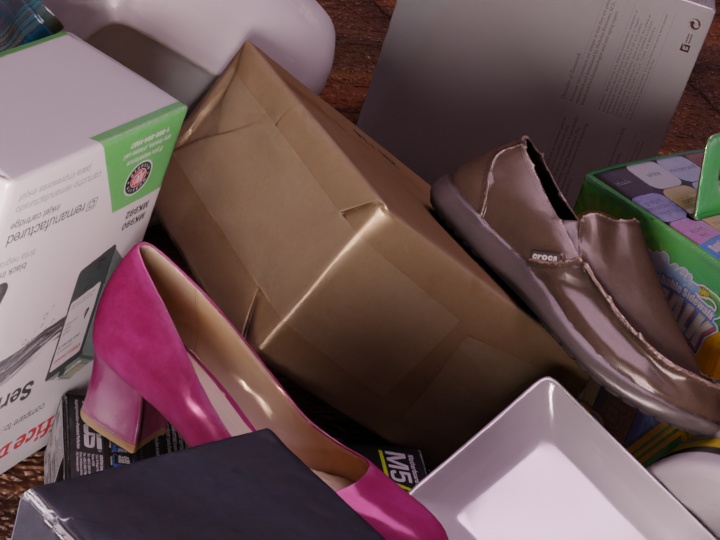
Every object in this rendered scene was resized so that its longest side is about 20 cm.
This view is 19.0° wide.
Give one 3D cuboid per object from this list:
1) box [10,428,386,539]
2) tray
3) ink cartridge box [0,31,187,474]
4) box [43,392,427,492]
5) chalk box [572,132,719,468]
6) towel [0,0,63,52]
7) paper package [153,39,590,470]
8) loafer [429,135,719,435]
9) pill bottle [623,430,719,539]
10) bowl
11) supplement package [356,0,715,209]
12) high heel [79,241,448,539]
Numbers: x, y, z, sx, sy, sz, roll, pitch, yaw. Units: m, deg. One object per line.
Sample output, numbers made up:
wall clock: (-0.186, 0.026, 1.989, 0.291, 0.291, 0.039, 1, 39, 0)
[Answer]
box: (-0.039, 0.197, 0.762, 0.123, 0.200, 0.198, -12, 41, -43)
tray: (0.123, 0.154, 1.046, 0.107, 0.022, 0.200, -38, 74, -23)
ink cartridge box: (-0.178, 0.003, 1.026, 0.084, 0.200, 0.146, 31, 31, 17)
box: (-0.051, 0.142, 1.017, 0.193, 0.048, 0.200, 12, 28, -17)
chalk box: (0.191, 0.013, 1.222, 0.124, 0.200, 0.124, -13, 41, -44)
towel: (-0.265, -0.105, 1.130, 0.200, 0.022, 0.147, -36, 47, -8)
paper package: (0.000, 0.000, 1.156, 0.200, 0.103, 0.191, 35, 11, -41)
loafer: (0.121, 0.003, 1.105, 0.200, 0.071, 0.073, 46, 9, 19)
pill bottle: (0.224, 0.122, 1.144, 0.111, 0.111, 0.200, 32, 31, 24)
bowl: (-0.131, -0.106, 1.215, 0.200, 0.200, 0.075, 30, 38, -37)
supplement package: (0.117, -0.150, 1.476, 0.200, 0.191, 0.147, 18, 28, -1)
high heel: (-0.039, 0.065, 1.011, 0.200, 0.096, 0.067, 28, 28, 20)
